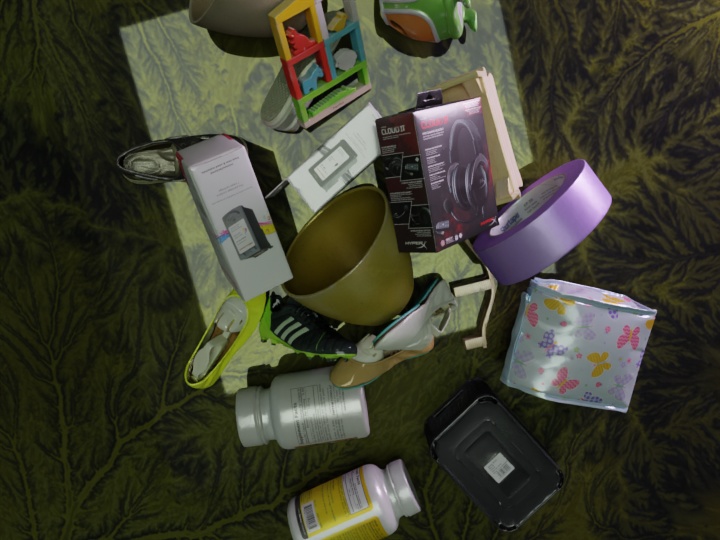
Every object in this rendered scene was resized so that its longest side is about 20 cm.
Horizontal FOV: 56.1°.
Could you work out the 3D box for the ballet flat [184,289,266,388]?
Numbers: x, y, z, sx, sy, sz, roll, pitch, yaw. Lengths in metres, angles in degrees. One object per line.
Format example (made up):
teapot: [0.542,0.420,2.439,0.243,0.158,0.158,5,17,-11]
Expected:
ballet flat: [-0.213,0.100,1.052,0.066,0.067,0.202,34,97,13]

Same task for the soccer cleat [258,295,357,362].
soccer cleat: [-0.082,0.085,1.012,0.197,0.067,0.083,12,92,42]

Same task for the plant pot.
plant pot: [0.000,0.000,0.999,0.200,0.201,0.142,-42,121,5]

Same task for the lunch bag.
lunch bag: [0.324,0.108,1.042,0.196,0.127,0.173,9,101,-12]

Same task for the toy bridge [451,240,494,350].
toy bridge: [0.178,0.026,1.074,0.066,0.027,0.204,-13,99,0]

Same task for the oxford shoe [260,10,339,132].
oxford shoe: [-0.079,-0.294,1.009,0.057,0.075,0.202,31,89,-50]

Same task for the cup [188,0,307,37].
cup: [-0.133,-0.408,0.935,0.141,0.200,0.204,18,99,-30]

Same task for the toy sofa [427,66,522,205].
toy sofa: [0.176,-0.195,1.023,0.081,0.097,0.204,-14,100,26]

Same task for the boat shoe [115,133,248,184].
boat shoe: [-0.268,-0.164,1.016,0.196,0.065,0.075,-11,97,-1]

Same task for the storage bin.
storage bin: [0.210,0.293,1.082,0.135,0.094,0.200,-43,96,5]

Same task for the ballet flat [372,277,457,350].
ballet flat: [0.092,0.077,1.002,0.068,0.199,0.071,15,121,27]

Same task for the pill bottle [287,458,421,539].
pill bottle: [-0.009,0.382,1.080,0.197,0.113,0.114,-24,98,3]

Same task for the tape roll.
tape roll: [0.258,-0.070,0.974,0.199,0.200,0.066,-40,98,5]

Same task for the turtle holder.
turtle holder: [0.091,-0.418,0.951,0.129,0.141,0.189,-4,108,16]

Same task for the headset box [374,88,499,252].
headset box: [0.107,-0.141,0.924,0.147,0.076,0.204,-21,106,-41]

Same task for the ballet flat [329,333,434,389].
ballet flat: [0.033,0.116,1.027,0.198,0.068,0.064,-20,125,-37]

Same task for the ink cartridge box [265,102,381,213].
ink cartridge box: [-0.042,-0.151,0.998,0.199,0.116,0.068,-41,96,5]

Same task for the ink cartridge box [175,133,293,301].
ink cartridge box: [-0.182,-0.080,0.962,0.084,0.147,0.203,-26,116,-14]

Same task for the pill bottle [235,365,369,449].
pill bottle: [-0.089,0.215,1.052,0.195,0.114,0.117,-9,99,0]

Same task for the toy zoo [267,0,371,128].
toy zoo: [-0.055,-0.316,0.941,0.130,0.020,0.202,-36,138,-19]
